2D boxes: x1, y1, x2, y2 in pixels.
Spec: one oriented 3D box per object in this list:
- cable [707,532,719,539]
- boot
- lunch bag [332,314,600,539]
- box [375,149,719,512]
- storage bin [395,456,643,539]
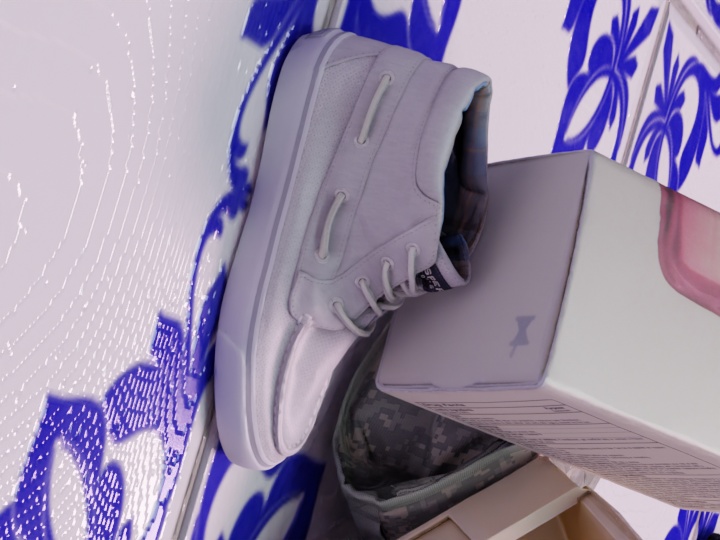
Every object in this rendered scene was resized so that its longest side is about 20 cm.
[{"bbox_3d":[0.303,0.318,1.966,0.164,0.051,0.200,-62,157,-17],"label":"cable"},{"bbox_3d":[0.000,0.000,0.985,0.073,0.095,0.202,-12,114,-65],"label":"boot"},{"bbox_3d":[0.067,0.081,1.172,0.201,0.117,0.164,-57,156,-21],"label":"lunch bag"},{"bbox_3d":[0.129,0.034,1.035,0.199,0.128,0.110,23,74,-31],"label":"box"},{"bbox_3d":[0.058,0.225,1.088,0.199,0.094,0.199,-29,121,-12],"label":"storage bin"}]
